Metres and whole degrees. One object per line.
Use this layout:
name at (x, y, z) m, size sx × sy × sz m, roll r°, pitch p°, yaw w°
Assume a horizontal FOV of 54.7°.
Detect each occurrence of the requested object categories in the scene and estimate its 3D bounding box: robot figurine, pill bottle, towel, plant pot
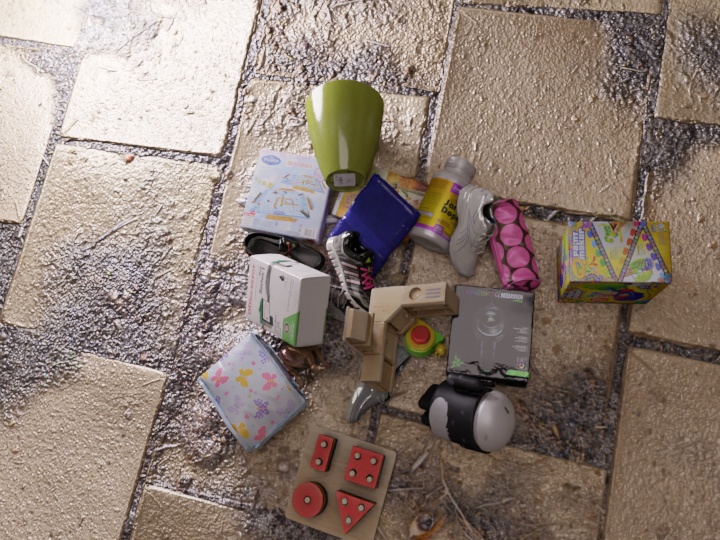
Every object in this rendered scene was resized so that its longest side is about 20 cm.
robot figurine at (0.217, 0.291, 1.414) m, size 0.197 × 0.150 × 0.127 m, roll 8°, pitch 72°, yaw 37°
pill bottle at (0.189, -0.148, 1.557) m, size 0.103 × 0.104 × 0.203 m, roll 22°, pitch 81°, yaw 14°
towel at (0.030, -0.096, 1.563) m, size 0.148 × 0.049 × 0.201 m, roll 44°, pitch 115°, yaw 14°
plant pot at (-0.035, -0.286, 1.570) m, size 0.183 × 0.188 × 0.204 m, roll -5°, pitch 65°, yaw 8°

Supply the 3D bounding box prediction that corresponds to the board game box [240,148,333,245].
board game box at (-0.167, -0.177, 1.657) m, size 0.196 × 0.041 × 0.204 m, roll 11°, pitch 78°, yaw 12°

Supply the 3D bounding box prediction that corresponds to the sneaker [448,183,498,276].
sneaker at (0.245, -0.081, 1.497) m, size 0.086 × 0.074 × 0.204 m, roll 19°, pitch 113°, yaw 40°

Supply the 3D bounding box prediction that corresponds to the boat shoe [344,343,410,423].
boat shoe at (0.039, 0.249, 1.497) m, size 0.071 × 0.070 × 0.203 m, roll 30°, pitch 79°, yaw 21°

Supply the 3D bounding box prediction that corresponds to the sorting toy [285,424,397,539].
sorting toy at (-0.045, 0.450, 1.460) m, size 0.196 × 0.070 × 0.203 m, roll 15°, pitch 79°, yaw 12°

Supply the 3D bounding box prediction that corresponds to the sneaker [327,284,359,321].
sneaker at (-0.075, 0.055, 1.543) m, size 0.196 × 0.116 × 0.076 m, roll 17°, pitch 79°, yaw 14°

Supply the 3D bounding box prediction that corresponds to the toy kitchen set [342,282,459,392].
toy kitchen set at (0.081, 0.121, 1.396) m, size 0.177 × 0.163 × 0.204 m, roll -6°, pitch 62°, yaw 29°

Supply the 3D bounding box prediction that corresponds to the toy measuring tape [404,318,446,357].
toy measuring tape at (0.100, 0.133, 1.520) m, size 0.198 × 0.074 × 0.074 m, roll 33°, pitch 83°, yaw 23°

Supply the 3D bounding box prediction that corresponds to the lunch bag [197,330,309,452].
lunch bag at (-0.227, 0.268, 1.511) m, size 0.169 × 0.127 × 0.200 m, roll -41°, pitch 62°, yaw -3°

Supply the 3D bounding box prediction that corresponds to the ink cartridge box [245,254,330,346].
ink cartridge box at (-0.158, 0.059, 1.480) m, size 0.198 × 0.083 × 0.149 m, roll 20°, pitch 108°, yaw 46°

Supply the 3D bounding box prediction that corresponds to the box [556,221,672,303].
box at (0.507, -0.013, 1.418) m, size 0.188 × 0.200 × 0.125 m, roll 1°, pitch 76°, yaw 10°

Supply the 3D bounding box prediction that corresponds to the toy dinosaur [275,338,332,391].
toy dinosaur at (-0.137, 0.176, 1.498) m, size 0.086 × 0.200 × 0.136 m, roll -40°, pitch 84°, yaw 10°

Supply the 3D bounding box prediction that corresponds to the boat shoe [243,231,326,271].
boat shoe at (-0.177, -0.038, 1.614) m, size 0.197 × 0.063 × 0.075 m, roll 15°, pitch 76°, yaw 11°

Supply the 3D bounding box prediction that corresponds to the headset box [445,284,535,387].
headset box at (0.273, 0.146, 1.470) m, size 0.170 × 0.093 × 0.204 m, roll 6°, pitch 75°, yaw 11°

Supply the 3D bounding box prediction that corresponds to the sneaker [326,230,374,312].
sneaker at (0.000, 0.000, 1.521) m, size 0.087 × 0.073 × 0.203 m, roll -34°, pitch 77°, yaw 36°

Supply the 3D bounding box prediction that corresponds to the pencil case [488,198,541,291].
pencil case at (0.324, -0.050, 1.519) m, size 0.092 × 0.091 × 0.204 m, roll -4°, pitch 69°, yaw -28°

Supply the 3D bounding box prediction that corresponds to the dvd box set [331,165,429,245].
dvd box set at (0.048, -0.161, 1.622) m, size 0.197 × 0.029 × 0.149 m, roll 21°, pitch 80°, yaw 14°
